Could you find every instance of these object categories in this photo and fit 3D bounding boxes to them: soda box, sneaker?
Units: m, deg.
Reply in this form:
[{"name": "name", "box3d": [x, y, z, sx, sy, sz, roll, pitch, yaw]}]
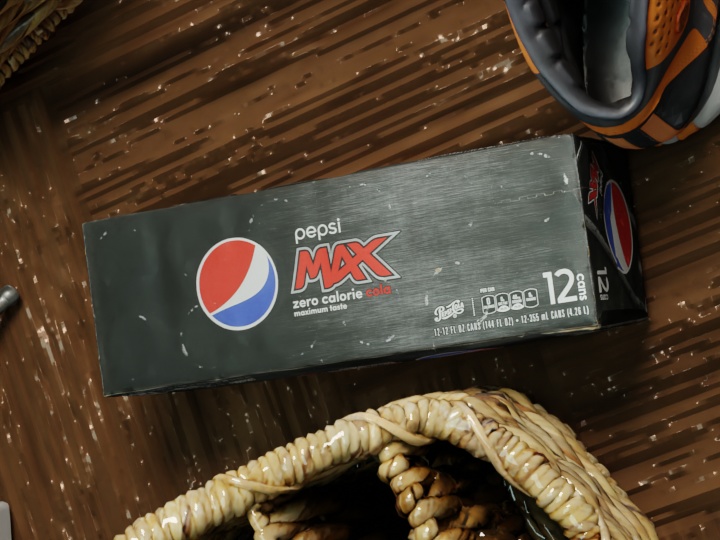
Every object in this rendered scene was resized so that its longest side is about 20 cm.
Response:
[{"name": "soda box", "box3d": [0.000, 0.000, 0.809, 0.199, 0.063, 0.071, -9, 86, 23]}, {"name": "sneaker", "box3d": [0.095, -0.143, 0.740, 0.077, 0.112, 0.202, -1, 90, 24]}]

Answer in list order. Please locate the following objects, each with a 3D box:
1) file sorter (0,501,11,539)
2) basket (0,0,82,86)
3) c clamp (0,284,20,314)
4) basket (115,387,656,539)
[{"name": "file sorter", "box3d": [-0.223, 0.200, 0.877, 0.138, 0.124, 0.202, -5, 88, 23]}, {"name": "basket", "box3d": [-0.187, -0.175, 0.874, 0.200, 0.143, 0.149, 43, 146, 12]}, {"name": "c clamp", "box3d": [-0.265, 0.037, 0.917, 0.199, 0.027, 0.171, 24, 58, 29]}, {"name": "basket", "box3d": [0.034, 0.145, 0.740, 0.142, 0.149, 0.201, -30, 77, 21]}]
